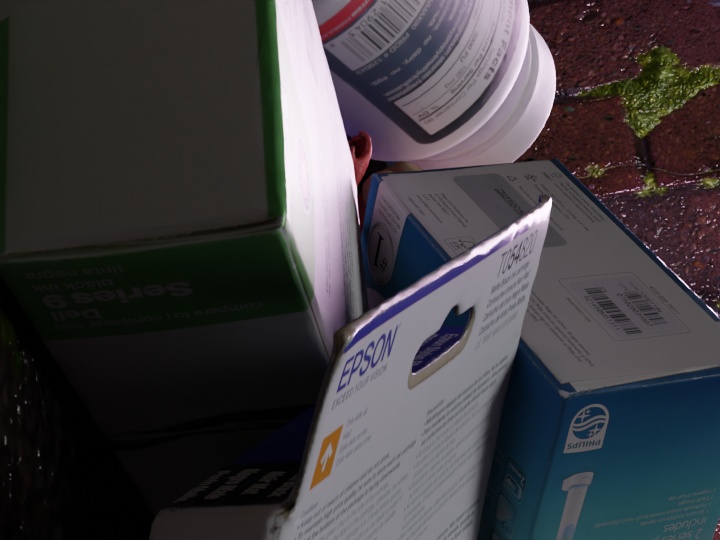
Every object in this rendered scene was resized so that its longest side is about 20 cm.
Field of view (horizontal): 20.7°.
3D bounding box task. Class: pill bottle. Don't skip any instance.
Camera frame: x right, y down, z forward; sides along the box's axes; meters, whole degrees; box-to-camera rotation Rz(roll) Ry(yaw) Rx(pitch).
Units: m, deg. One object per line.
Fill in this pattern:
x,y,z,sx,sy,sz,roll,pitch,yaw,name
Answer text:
0.006,-0.117,0.887,0.200,0.119,0.120,35,43,-55,pill bottle

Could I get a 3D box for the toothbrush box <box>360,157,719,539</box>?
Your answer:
0.053,0.081,0.729,0.146,0.085,0.200,50,-43,49,toothbrush box

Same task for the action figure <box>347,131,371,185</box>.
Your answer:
-0.033,-0.045,0.845,0.200,0.065,0.099,-82,-164,-72,action figure

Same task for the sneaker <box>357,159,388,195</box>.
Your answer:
-0.001,0.027,0.984,0.087,0.074,0.200,-13,-92,59,sneaker

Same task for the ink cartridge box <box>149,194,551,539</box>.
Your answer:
-0.007,0.084,0.558,0.200,0.041,0.200,-28,132,-67,ink cartridge box

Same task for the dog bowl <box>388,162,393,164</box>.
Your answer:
0.000,0.000,1.061,0.050,0.111,0.200,-21,103,-72,dog bowl

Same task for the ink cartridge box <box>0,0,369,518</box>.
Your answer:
-0.049,-0.021,0.621,0.200,0.084,0.146,74,9,-60,ink cartridge box

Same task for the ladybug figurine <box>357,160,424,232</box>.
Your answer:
0.042,0.041,0.873,0.200,0.072,0.136,60,1,-25,ladybug figurine
